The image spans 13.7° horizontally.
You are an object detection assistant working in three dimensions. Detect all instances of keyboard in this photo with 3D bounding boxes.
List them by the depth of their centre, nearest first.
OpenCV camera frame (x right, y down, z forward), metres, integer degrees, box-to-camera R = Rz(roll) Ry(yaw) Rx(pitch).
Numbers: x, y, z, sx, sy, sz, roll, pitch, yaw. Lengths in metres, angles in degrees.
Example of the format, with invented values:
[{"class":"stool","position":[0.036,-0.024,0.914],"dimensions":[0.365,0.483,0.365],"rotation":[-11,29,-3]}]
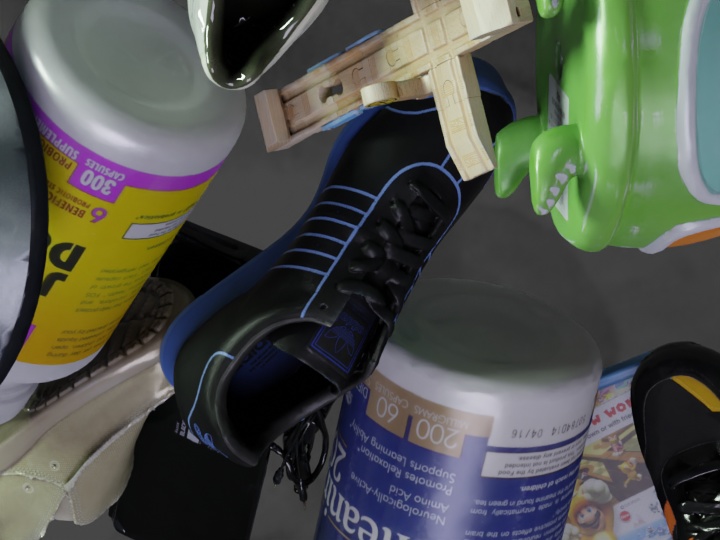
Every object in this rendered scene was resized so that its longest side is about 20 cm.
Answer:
[{"class":"keyboard","position":[-0.056,0.063,1.404],"dimensions":[0.104,0.040,0.201],"rotation":[25,132,12]}]

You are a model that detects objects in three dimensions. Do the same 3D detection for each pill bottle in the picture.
[{"class":"pill bottle","position":[-0.135,-0.023,1.279],"dimensions":[0.104,0.105,0.200],"rotation":[23,128,-16]},{"class":"pill bottle","position":[0.036,0.114,1.351],"dimensions":[0.110,0.111,0.201],"rotation":[9,114,-5]}]

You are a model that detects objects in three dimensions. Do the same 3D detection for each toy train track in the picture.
[{"class":"toy train track","position":[0.001,-0.082,1.205],"dimensions":[0.032,0.115,0.200],"rotation":[-10,173,-31]}]

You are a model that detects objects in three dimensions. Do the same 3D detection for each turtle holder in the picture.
[{"class":"turtle holder","position":[0.124,-0.101,1.193],"dimensions":[0.131,0.187,0.141],"rotation":[-1,166,-6]}]

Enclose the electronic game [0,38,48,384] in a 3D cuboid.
[{"class":"electronic game","position":[-0.200,-0.029,1.241],"dimensions":[0.042,0.200,0.200],"rotation":[-6,147,-48]}]

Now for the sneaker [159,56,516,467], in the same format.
[{"class":"sneaker","position":[0.000,0.000,1.270],"dimensions":[0.200,0.078,0.070],"rotation":[-47,125,8]}]

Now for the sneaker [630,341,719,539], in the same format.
[{"class":"sneaker","position":[0.172,0.125,1.317],"dimensions":[0.070,0.090,0.201],"rotation":[-26,85,21]}]

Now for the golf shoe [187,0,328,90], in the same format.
[{"class":"golf shoe","position":[-0.013,-0.154,1.166],"dimensions":[0.078,0.097,0.200],"rotation":[18,128,-10]}]

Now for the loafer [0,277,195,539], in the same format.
[{"class":"loafer","position":[-0.127,0.072,1.380],"dimensions":[0.068,0.076,0.200],"rotation":[38,132,-19]}]

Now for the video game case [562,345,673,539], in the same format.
[{"class":"video game case","position":[0.121,0.151,1.409],"dimensions":[0.143,0.018,0.201],"rotation":[-22,97,21]}]
